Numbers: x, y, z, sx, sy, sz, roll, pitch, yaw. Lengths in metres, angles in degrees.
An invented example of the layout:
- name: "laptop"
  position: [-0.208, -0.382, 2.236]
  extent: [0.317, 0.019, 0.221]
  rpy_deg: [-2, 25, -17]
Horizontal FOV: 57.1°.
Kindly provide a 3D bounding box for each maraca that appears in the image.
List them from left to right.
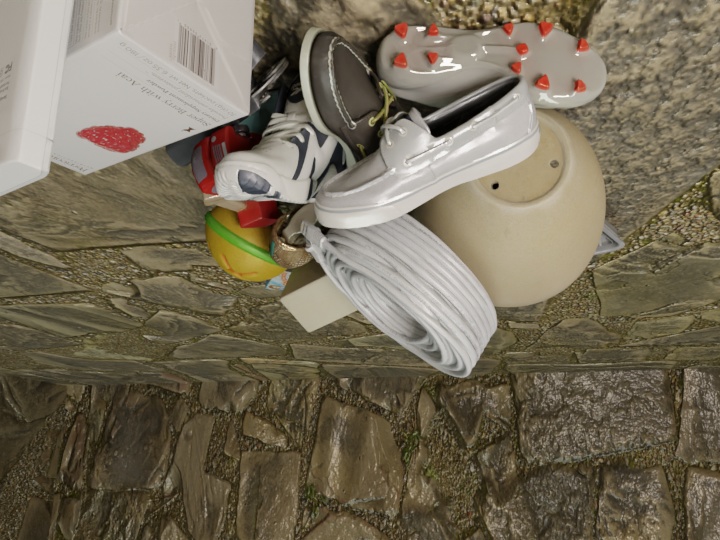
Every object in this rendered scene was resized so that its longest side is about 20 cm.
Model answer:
- name: "maraca"
  position: [-0.149, -0.047, 0.907]
  extent: [0.135, 0.109, 0.200]
  rpy_deg: [31, -174, -12]

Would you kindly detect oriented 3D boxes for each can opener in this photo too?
- name: "can opener"
  position: [-0.143, -0.167, 0.652]
  extent: [0.198, 0.054, 0.067]
  rpy_deg: [-17, 124, 46]

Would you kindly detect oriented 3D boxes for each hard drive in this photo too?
- name: "hard drive"
  position: [-0.231, -0.145, 0.424]
  extent: [0.129, 0.206, 0.026]
  rpy_deg: [-10, 162, 33]

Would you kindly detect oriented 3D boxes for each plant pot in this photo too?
- name: "plant pot"
  position: [0.144, -0.079, 0.632]
  extent: [0.194, 0.206, 0.135]
  rpy_deg: [-2, 166, 7]

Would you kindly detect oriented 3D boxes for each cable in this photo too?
- name: "cable"
  position: [0.047, 0.020, 0.669]
  extent: [0.198, 0.070, 0.201]
  rpy_deg: [27, 159, 42]

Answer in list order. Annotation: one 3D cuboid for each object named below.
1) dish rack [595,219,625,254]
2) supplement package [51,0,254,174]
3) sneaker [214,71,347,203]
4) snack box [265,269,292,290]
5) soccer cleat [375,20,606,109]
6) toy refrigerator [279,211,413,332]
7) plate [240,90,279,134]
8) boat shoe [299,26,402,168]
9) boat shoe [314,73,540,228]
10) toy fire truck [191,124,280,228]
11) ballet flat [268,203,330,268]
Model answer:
- name: "dish rack"
  position: [0.285, -0.059, 0.987]
  extent: [0.169, 0.045, 0.198]
  rpy_deg: [-14, 158, 37]
- name: "supplement package"
  position: [-0.190, -0.167, 0.496]
  extent: [0.196, 0.123, 0.120]
  rpy_deg: [-10, 162, 32]
- name: "sneaker"
  position: [-0.062, -0.127, 0.590]
  extent: [0.078, 0.134, 0.198]
  rpy_deg: [4, -174, 28]
- name: "snack box"
  position: [-0.100, -0.003, 1.192]
  extent: [0.113, 0.038, 0.200]
  rpy_deg: [6, 163, -16]
- name: "soccer cleat"
  position: [0.110, -0.174, 0.576]
  extent: [0.194, 0.071, 0.078]
  rpy_deg: [7, 169, 4]
- name: "toy refrigerator"
  position: [0.000, 0.000, 0.818]
  extent: [0.197, 0.077, 0.070]
  rpy_deg: [-27, 116, 30]
- name: "plate"
  position: [-0.063, -0.141, 0.751]
  extent: [0.194, 0.026, 0.201]
  rpy_deg: [1, 164, 0]
- name: "boat shoe"
  position: [0.008, -0.133, 0.572]
  extent: [0.059, 0.073, 0.201]
  rpy_deg: [12, 164, 23]
- name: "boat shoe"
  position: [0.049, -0.097, 0.530]
  extent: [0.195, 0.073, 0.070]
  rpy_deg: [-19, 124, 6]
- name: "toy fire truck"
  position: [-0.123, -0.094, 0.715]
  extent: [0.138, 0.050, 0.198]
  rpy_deg: [-19, 171, 29]
- name: "ballet flat"
  position: [-0.021, -0.073, 0.764]
  extent: [0.198, 0.071, 0.065]
  rpy_deg: [-38, 164, -9]
